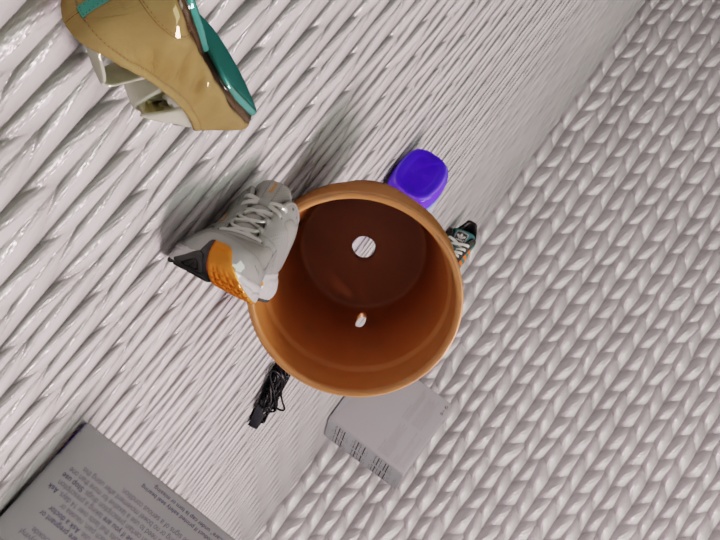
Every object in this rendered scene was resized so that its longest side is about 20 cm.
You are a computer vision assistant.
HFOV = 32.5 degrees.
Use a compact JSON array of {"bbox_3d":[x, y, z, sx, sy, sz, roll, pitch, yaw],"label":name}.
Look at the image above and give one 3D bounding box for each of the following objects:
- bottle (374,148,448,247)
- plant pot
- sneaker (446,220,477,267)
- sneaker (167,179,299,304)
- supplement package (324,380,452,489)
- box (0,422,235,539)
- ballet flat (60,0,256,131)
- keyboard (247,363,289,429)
[{"bbox_3d":[0.058,-0.073,1.584,0.084,0.065,0.201,-52,171,-28],"label":"bottle"},{"bbox_3d":[0.000,0.000,1.178,0.201,0.199,0.140,-58,-173,21],"label":"plant pot"},{"bbox_3d":[0.178,-0.040,2.405,0.080,0.071,0.200,-65,173,30],"label":"sneaker"},{"bbox_3d":[-0.089,-0.030,0.951,0.093,0.075,0.200,-63,179,1],"label":"sneaker"},{"bbox_3d":[0.057,0.323,2.654,0.192,0.199,0.147,-51,171,-21],"label":"supplement package"},{"bbox_3d":[-0.211,0.263,0.968,0.200,0.183,0.105,-49,172,-31],"label":"box"},{"bbox_3d":[-0.101,-0.110,0.623,0.063,0.069,0.200,-27,168,0],"label":"ballet flat"},{"bbox_3d":[-0.099,0.151,1.656,0.104,0.039,0.201,-48,168,-46],"label":"keyboard"}]
